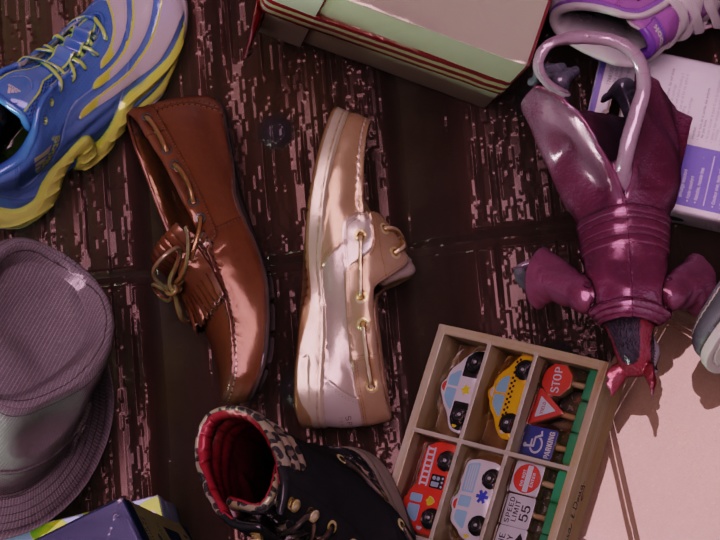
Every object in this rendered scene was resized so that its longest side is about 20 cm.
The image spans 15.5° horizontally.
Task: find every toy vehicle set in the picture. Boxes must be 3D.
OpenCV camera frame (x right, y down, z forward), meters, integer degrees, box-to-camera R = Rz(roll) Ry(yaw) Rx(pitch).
[{"bbox_3d":[0.075,0.141,1.599,0.124,0.026,0.201,11,79,34],"label":"toy vehicle set"}]

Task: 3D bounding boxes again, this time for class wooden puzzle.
[{"bbox_3d":[0.218,0.127,1.610,0.184,0.037,0.200,30,79,12],"label":"wooden puzzle"}]

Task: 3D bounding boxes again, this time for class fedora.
[{"bbox_3d":[-0.215,0.055,1.593,0.177,0.090,0.200,41,43,-6],"label":"fedora"}]

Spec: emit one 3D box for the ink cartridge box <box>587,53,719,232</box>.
[{"bbox_3d":[0.237,-0.073,1.644,0.199,0.039,0.100,14,82,7],"label":"ink cartridge box"}]

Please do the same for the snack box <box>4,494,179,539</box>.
[{"bbox_3d":[-0.195,0.243,1.614,0.199,0.068,0.170,-13,78,3],"label":"snack box"}]

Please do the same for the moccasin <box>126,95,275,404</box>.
[{"bbox_3d":[-0.102,-0.013,1.644,0.077,0.074,0.202,-9,77,-21],"label":"moccasin"}]

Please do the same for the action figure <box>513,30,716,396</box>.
[{"bbox_3d":[0.162,-0.025,1.555,0.133,0.149,0.201,-3,70,-5],"label":"action figure"}]

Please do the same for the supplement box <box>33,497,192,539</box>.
[{"bbox_3d":[-0.173,0.237,1.475,0.199,0.200,0.135,-26,78,1],"label":"supplement box"}]

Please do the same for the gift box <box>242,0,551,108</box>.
[{"bbox_3d":[0.024,-0.205,1.627,0.186,0.200,0.185,20,77,-6],"label":"gift box"}]

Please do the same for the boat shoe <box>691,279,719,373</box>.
[{"bbox_3d":[0.252,-0.030,1.552,0.062,0.073,0.200,37,92,33],"label":"boat shoe"}]

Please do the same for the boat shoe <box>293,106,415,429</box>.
[{"bbox_3d":[0.000,0.000,1.643,0.069,0.074,0.201,4,88,5],"label":"boat shoe"}]

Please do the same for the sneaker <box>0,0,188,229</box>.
[{"bbox_3d":[-0.182,-0.115,1.666,0.076,0.105,0.200,33,84,12],"label":"sneaker"}]

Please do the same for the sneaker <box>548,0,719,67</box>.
[{"bbox_3d":[0.214,-0.164,1.626,0.199,0.073,0.115,-1,40,15],"label":"sneaker"}]

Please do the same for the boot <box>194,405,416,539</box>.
[{"bbox_3d":[-0.013,0.173,1.530,0.073,0.154,0.204,-39,55,16],"label":"boot"}]
